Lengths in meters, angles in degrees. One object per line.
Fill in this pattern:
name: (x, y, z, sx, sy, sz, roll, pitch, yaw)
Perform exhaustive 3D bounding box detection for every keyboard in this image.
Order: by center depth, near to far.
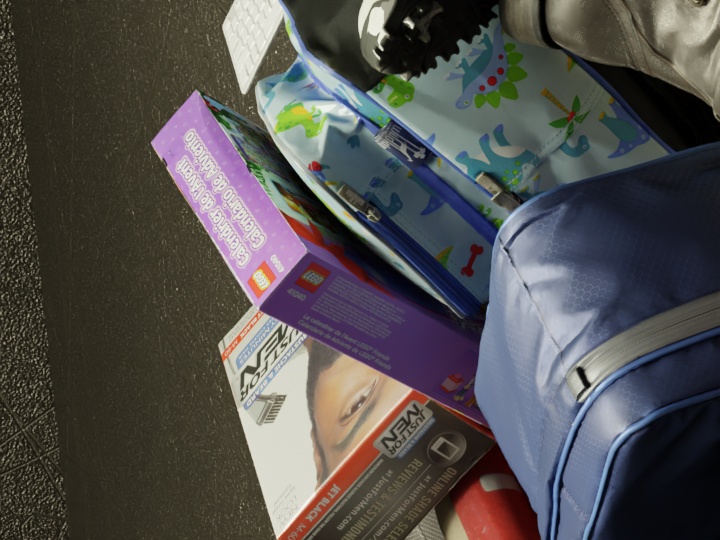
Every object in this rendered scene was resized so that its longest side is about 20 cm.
keyboard: (-0.033, -0.183, 1.184, 0.200, 0.011, 0.056, 121, 149, -42)

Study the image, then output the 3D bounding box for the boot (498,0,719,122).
boot: (0.144, -0.138, 0.826, 0.174, 0.069, 0.200, 26, 126, 32)

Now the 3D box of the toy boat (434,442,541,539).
toy boat: (0.125, 0.127, 1.114, 0.131, 0.130, 0.200, -53, 42, 27)

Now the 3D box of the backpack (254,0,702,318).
backpack: (0.053, -0.067, 1.025, 0.147, 0.200, 0.183, -50, 18, 8)

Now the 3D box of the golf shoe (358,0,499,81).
golf shoe: (0.033, -0.177, 0.891, 0.094, 0.078, 0.200, 24, 90, 28)

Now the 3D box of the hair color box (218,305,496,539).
hair color box: (-0.007, 0.064, 1.177, 0.111, 0.064, 0.200, -49, 29, 13)

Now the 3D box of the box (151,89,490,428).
box: (0.000, 0.000, 1.075, 0.039, 0.200, 0.137, -49, 44, 13)

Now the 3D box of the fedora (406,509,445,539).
fedora: (0.009, 0.142, 1.272, 0.177, 0.090, 0.200, 66, 173, -21)

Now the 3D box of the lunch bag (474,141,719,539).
lunch bag: (0.134, 0.058, 0.947, 0.200, 0.136, 0.133, 90, 160, -56)
